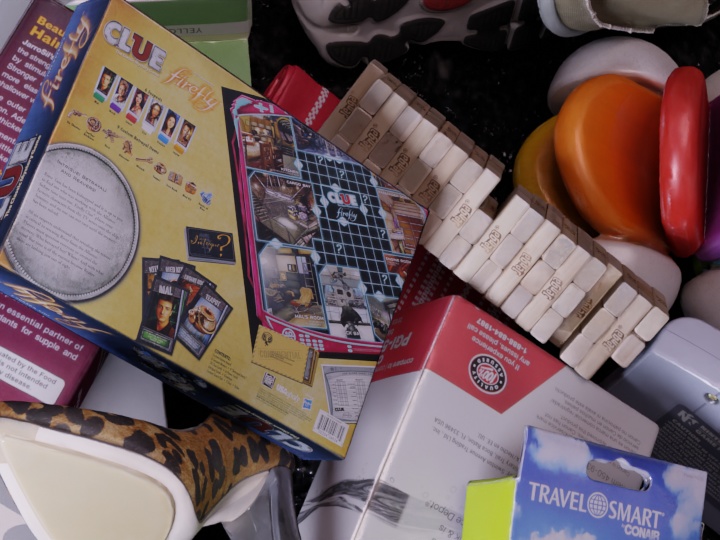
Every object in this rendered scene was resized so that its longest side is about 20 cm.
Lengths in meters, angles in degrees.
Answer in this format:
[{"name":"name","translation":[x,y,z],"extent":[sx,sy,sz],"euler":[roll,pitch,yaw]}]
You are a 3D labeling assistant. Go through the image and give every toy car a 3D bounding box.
[{"name":"toy car","translation":[0.192,-0.053,0.974],"extent":[0.199,0.150,0.175],"euler":[9,68,-9]}]

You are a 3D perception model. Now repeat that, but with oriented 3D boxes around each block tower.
[{"name":"block tower","translation":[0.066,-0.024,0.906],"extent":[0.200,0.058,0.054],"euler":[39,102,-1]}]

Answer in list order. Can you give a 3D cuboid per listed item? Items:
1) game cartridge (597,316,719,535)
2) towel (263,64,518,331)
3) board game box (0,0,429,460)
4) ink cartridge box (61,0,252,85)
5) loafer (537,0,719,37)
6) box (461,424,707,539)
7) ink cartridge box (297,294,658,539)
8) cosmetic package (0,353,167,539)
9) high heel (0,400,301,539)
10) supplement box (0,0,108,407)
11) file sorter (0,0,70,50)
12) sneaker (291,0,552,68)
[{"name":"game cartridge","translation":[0.221,0.110,0.930],"extent":[0.200,0.133,0.042],"euler":[40,59,3]},{"name":"towel","translation":[0.000,0.000,0.948],"extent":[0.200,0.022,0.145],"euler":[39,64,-21]},{"name":"board game box","translation":[-0.067,-0.015,0.796],"extent":[0.200,0.035,0.136],"euler":[33,66,-32]},{"name":"ink cartridge box","translation":[-0.131,-0.136,0.962],"extent":[0.145,0.048,0.200],"euler":[-3,59,-5]},{"name":"loafer","translation":[0.163,-0.173,1.000],"extent":[0.200,0.070,0.075],"euler":[-14,101,-55]},{"name":"box","translation":[0.101,0.185,0.833],"extent":[0.122,0.048,0.201],"euler":[16,72,-29]},{"name":"ink cartridge box","translation":[0.047,0.137,0.889],"extent":[0.147,0.083,0.200],"euler":[33,66,-20]},{"name":"cosmetic package","translation":[-0.151,0.088,0.884],"extent":[0.107,0.090,0.201],"euler":[-2,74,-14]},{"name":"high heel","translation":[-0.102,0.077,0.796],"extent":[0.200,0.071,0.143],"euler":[38,20,-37]},{"name":"supplement box","translation":[-0.154,-0.013,0.827],"extent":[0.110,0.086,0.200],"euler":[28,66,-3]},{"name":"file sorter","translation":[-0.194,-0.222,0.904],"extent":[0.124,0.139,0.200],"euler":[35,64,20]},{"name":"sneaker","translation":[0.052,-0.181,1.034],"extent":[0.200,0.081,0.084],"euler":[-9,52,-22]}]
